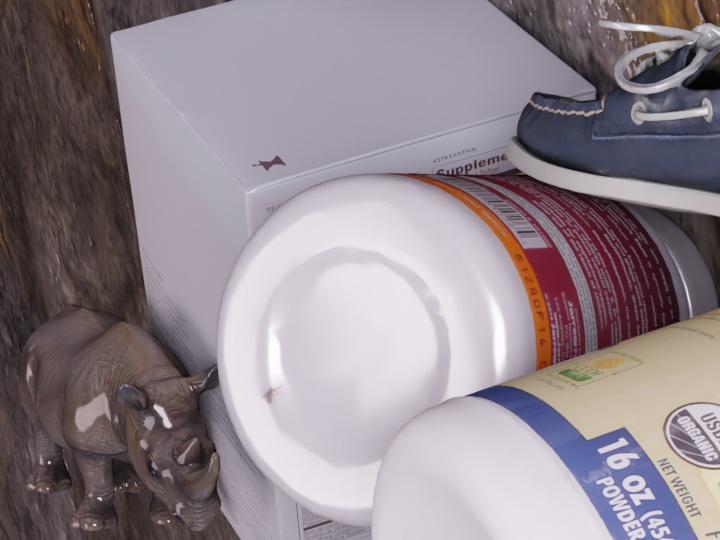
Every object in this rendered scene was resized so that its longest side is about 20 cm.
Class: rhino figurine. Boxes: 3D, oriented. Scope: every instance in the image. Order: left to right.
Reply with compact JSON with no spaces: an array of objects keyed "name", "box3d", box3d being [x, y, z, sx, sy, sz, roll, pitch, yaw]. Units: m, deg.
[{"name":"rhino figurine","box3d":[-0.097,0.063,0.961,0.200,0.060,0.088,-167,73,-66]}]

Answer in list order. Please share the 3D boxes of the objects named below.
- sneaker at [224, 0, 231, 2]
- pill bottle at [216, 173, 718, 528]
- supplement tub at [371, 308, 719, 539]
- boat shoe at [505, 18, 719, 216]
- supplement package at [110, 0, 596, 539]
[{"name":"sneaker","box3d":[-0.061,-0.190,1.069,0.074,0.082,0.200,53,154,39]},{"name":"pill bottle","box3d":[0.046,0.022,0.779,0.109,0.200,0.110,1,92,29]},{"name":"supplement tub","box3d":[0.119,0.080,0.644,0.144,0.199,0.145,50,150,44]},{"name":"boat shoe","box3d":[0.116,-0.046,0.722,0.200,0.075,0.062,18,106,61]},{"name":"supplement package","box3d":[0.000,0.000,0.961,0.152,0.150,0.201,-132,31,-51]}]
